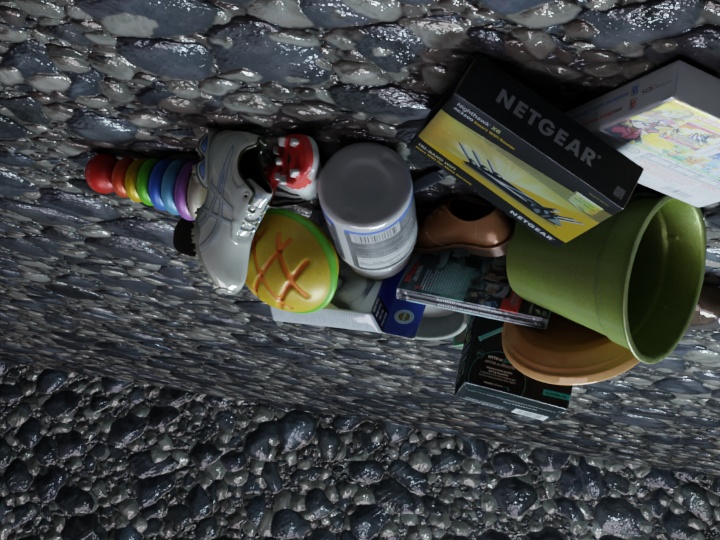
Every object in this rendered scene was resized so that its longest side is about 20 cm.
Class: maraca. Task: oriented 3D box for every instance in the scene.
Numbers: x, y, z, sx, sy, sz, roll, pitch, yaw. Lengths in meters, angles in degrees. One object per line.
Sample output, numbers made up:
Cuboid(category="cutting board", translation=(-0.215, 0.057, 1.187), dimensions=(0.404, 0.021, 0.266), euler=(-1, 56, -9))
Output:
Cuboid(category="maraca", translation=(-0.110, -0.017, 1.426), dimensions=(0.199, 0.138, 0.107), euler=(17, -154, 32))

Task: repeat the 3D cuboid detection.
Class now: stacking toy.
Cuboid(category="stacking toy", translation=(-0.284, -0.117, 1.503), dimensions=(0.198, 0.086, 0.085), euler=(9, 165, 20))

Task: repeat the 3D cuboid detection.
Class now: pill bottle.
Cuboid(category="pill bottle", translation=(0.014, -0.067, 1.385), dimensions=(0.113, 0.115, 0.200), euler=(9, 161, 9))

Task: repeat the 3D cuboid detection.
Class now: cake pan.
Cuboid(category="cake pan", translation=(0.066, 0.035, 1.637), dimensions=(0.199, 0.037, 0.201), euler=(15, 150, 9))

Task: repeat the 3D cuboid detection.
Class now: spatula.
Cuboid(category="spatula", translation=(0.103, -0.114, 1.339), dimensions=(0.056, 0.021, 0.200), euler=(39, 159, -19))

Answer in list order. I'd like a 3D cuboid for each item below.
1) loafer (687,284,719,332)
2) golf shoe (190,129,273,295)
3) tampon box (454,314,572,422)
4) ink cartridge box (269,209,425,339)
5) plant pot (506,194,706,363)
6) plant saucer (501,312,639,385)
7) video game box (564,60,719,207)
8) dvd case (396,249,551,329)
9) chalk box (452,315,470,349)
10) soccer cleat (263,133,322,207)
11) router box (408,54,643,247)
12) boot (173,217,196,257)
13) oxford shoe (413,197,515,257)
Cuboid(category="loafer", translation=(0.455, 0.052, 1.620), dimensions=(0.071, 0.074, 0.200), euler=(27, 156, -15))
Cuboid(category="golf shoe", translation=(-0.149, -0.071, 1.346), dimensions=(0.097, 0.202, 0.078), euler=(-3, -178, 36))
Cuboid(category="tampon box", translation=(0.228, 0.090, 1.564), dimensions=(0.149, 0.202, 0.126), euler=(15, 164, 1))
Cuboid(category="ink cartridge box", translation=(0.000, 0.000, 1.513), dimensions=(0.198, 0.200, 0.041), euler=(7, 133, 15))
Cuboid(category="plant pot", translation=(0.284, -0.008, 1.339), dimensions=(0.189, 0.202, 0.200), euler=(14, 170, 41))
Cuboid(category="plant saucer", translation=(0.276, 0.066, 1.424), dimensions=(0.199, 0.201, 0.038), euler=(3, 129, 26))
Cuboid(category="video game box", translation=(0.324, -0.128, 1.100), dimensions=(0.199, 0.047, 0.182), euler=(18, 166, -23))
Cuboid(category="dvd case", translation=(0.161, 0.006, 1.469), dimensions=(0.198, 0.146, 0.022), euler=(12, 131, 13))
Cuboid(category="chalk box", translation=(0.226, 0.068, 1.716), dimensions=(0.199, 0.125, 0.124), euler=(21, 163, -28))
Cuboid(category="soccer cleat", translation=(-0.071, -0.120, 1.376), dimensions=(0.084, 0.069, 0.200), euler=(2, 168, -19))
Cuboid(category="router box", translation=(0.162, -0.115, 1.131), dimensions=(0.199, 0.052, 0.157), euler=(33, 162, -4))
Cuboid(category="boot", translation=(-0.204, -0.054, 1.693), dimensions=(0.199, 0.074, 0.075), euler=(-5, 168, 39))
Cuboid(category="oxford shoe", translation=(0.114, -0.066, 1.465), dimensions=(0.199, 0.071, 0.072), euler=(1, 132, 41))
